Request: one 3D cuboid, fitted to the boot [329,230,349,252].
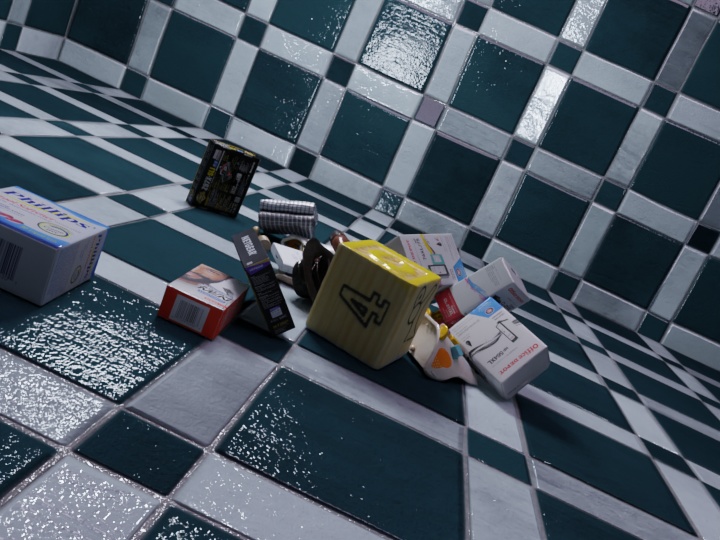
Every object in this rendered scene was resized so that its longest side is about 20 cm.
[{"bbox_3d":[0.000,0.000,1.830,0.189,0.068,0.200,59,1,-30],"label":"boot"}]

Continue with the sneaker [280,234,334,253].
[{"bbox_3d":[-0.133,-0.046,2.018,0.199,0.077,0.081,19,8,19],"label":"sneaker"}]

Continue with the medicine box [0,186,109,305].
[{"bbox_3d":[-0.540,-0.047,1.160,0.181,0.103,0.200,24,13,-3],"label":"medicine box"}]

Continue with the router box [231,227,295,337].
[{"bbox_3d":[-0.197,0.020,1.436,0.052,0.158,0.200,-22,24,-9],"label":"router box"}]

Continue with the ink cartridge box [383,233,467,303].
[{"bbox_3d":[0.145,0.001,1.839,0.199,0.146,0.148,-4,69,-42],"label":"ink cartridge box"}]

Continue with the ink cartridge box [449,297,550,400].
[{"bbox_3d":[0.325,0.182,1.686,0.200,0.146,0.085,44,-15,40],"label":"ink cartridge box"}]

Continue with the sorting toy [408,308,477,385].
[{"bbox_3d":[0.194,0.192,1.660,0.180,0.107,0.200,40,4,-29],"label":"sorting toy"}]

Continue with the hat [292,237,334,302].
[{"bbox_3d":[-0.112,0.028,1.692,0.080,0.202,0.200,-17,-5,23],"label":"hat"}]

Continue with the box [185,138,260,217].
[{"bbox_3d":[-0.407,-0.271,2.122,0.159,0.201,0.049,15,17,-37],"label":"box"}]

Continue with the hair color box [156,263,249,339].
[{"bbox_3d":[-0.286,0.053,1.328,0.110,0.064,0.200,24,11,-1],"label":"hair color box"}]

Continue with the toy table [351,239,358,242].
[{"bbox_3d":[0.044,-0.001,2.068,0.199,0.118,0.184,21,13,-13],"label":"toy table"}]

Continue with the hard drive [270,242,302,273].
[{"bbox_3d":[-0.125,-0.010,1.835,0.199,0.027,0.132,17,19,-26],"label":"hard drive"}]

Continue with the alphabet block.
[{"bbox_3d":[0.030,0.066,1.543,0.196,0.201,0.195,29,14,17],"label":"alphabet block"}]

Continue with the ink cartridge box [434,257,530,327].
[{"bbox_3d":[0.311,0.070,1.816,0.146,0.199,0.083,34,30,-53],"label":"ink cartridge box"}]

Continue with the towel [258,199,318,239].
[{"bbox_3d":[-0.210,-0.144,2.085,0.164,0.086,0.200,3,-9,-1],"label":"towel"}]

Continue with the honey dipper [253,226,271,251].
[{"bbox_3d":[-0.282,-0.095,2.018,0.038,0.038,0.200,20,11,-19],"label":"honey dipper"}]

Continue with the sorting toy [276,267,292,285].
[{"bbox_3d":[-0.123,0.019,1.846,0.184,0.037,0.200,23,12,-7],"label":"sorting toy"}]

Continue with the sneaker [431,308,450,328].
[{"bbox_3d":[0.195,0.132,1.895,0.073,0.078,0.199,35,18,36],"label":"sneaker"}]
